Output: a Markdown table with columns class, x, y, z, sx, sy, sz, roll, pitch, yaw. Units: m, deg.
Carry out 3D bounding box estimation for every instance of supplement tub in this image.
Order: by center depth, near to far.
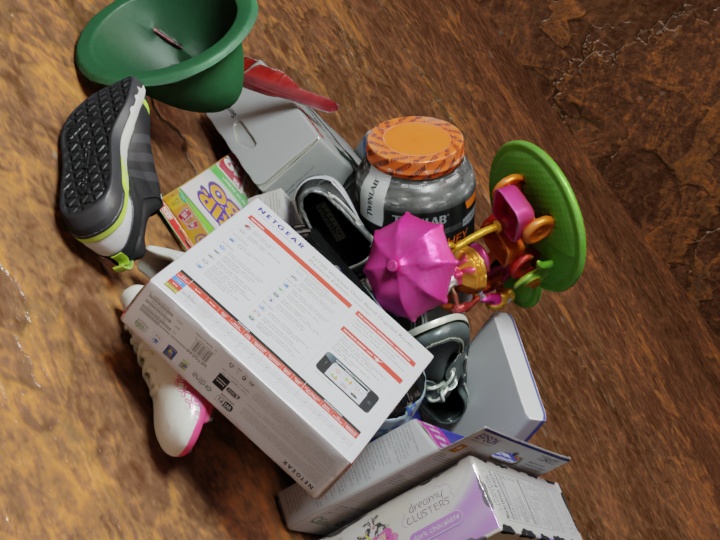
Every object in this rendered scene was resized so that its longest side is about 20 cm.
| class | x | y | z | sx | sy | sz | roll | pitch | yaw |
| --- | --- | --- | --- | --- | --- | --- | --- | --- | --- |
| supplement tub | 0.055 | -0.046 | 1.431 | 0.123 | 0.122 | 0.200 | -91 | 179 | -56 |

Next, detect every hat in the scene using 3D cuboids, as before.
| class | x | y | z | sx | sy | sz | roll | pitch | yaw |
| --- | --- | --- | --- | --- | --- | --- | --- | --- | --- |
| hat | -0.147 | -0.163 | 1.338 | 0.176 | 0.199 | 0.166 | 72 | 21 | -43 |

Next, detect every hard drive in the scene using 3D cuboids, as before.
| class | x | y | z | sx | sy | sz | roll | pitch | yaw |
| --- | --- | --- | --- | --- | --- | --- | --- | --- | --- |
| hard drive | 0.110 | 0.155 | 1.417 | 0.025 | 0.200 | 0.132 | 10 | 44 | -27 |

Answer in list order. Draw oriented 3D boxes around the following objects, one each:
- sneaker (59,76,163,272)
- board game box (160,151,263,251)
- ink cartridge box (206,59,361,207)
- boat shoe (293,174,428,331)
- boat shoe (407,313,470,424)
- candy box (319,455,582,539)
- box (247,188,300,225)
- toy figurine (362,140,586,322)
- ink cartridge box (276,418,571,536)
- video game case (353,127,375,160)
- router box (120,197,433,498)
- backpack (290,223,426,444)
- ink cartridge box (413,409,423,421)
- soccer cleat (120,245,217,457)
| class | x | y | z | sx | sy | sz | roll | pitch | yaw |
| --- | --- | --- | --- | --- | --- | --- | --- | --- | --- |
| sneaker | -0.203 | -0.077 | 1.173 | 0.083 | 0.072 | 0.200 | 54 | 26 | -39 |
| board game box | -0.133 | -0.052 | 1.365 | 0.096 | 0.030 | 0.200 | 57 | 21 | -7 |
| ink cartridge box | -0.056 | -0.111 | 1.492 | 0.147 | 0.083 | 0.200 | 54 | 9 | 36 |
| boat shoe | 0.002 | -0.002 | 1.353 | 0.200 | 0.073 | 0.068 | 62 | 6 | -14 |
| boat shoe | 0.078 | 0.096 | 1.334 | 0.200 | 0.073 | 0.062 | 81 | -12 | -69 |
| candy box | 0.081 | 0.242 | 1.240 | 0.200 | 0.168 | 0.072 | 26 | 37 | -58 |
| box | -0.053 | -0.015 | 1.437 | 0.200 | 0.039 | 0.042 | 48 | 30 | -53 |
| toy figurine | 0.087 | -0.008 | 1.320 | 0.150 | 0.184 | 0.200 | 58 | -25 | 26 |
| ink cartridge box | 0.059 | 0.179 | 1.233 | 0.196 | 0.200 | 0.043 | 28 | 36 | -58 |
| video game case | 0.037 | -0.044 | 1.622 | 0.200 | 0.022 | 0.182 | 63 | -20 | 8 |
| router box | -0.058 | 0.054 | 1.094 | 0.200 | 0.049 | 0.179 | 42 | 32 | 3 |
| backpack | -0.034 | 0.074 | 1.238 | 0.200 | 0.154 | 0.163 | 35 | 28 | 19 |
| ink cartridge box | 0.036 | 0.130 | 1.403 | 0.200 | 0.039 | 0.100 | -102 | 171 | -70 |
| soccer cleat | -0.154 | 0.060 | 1.103 | 0.086 | 0.070 | 0.200 | 23 | 37 | -19 |
